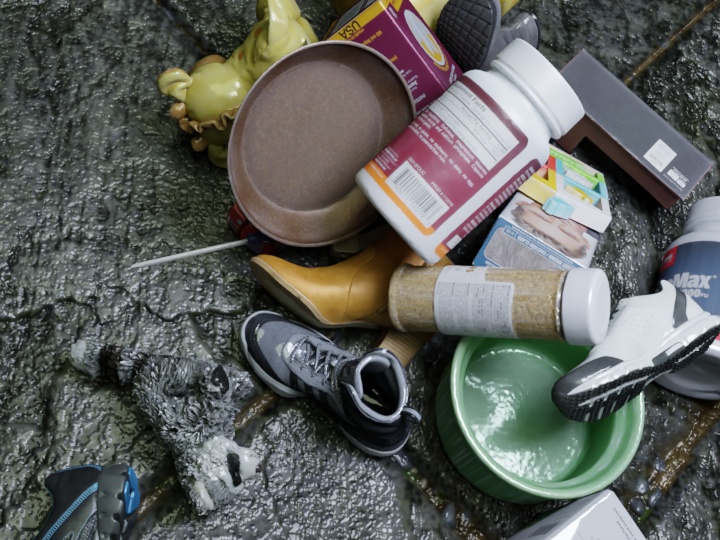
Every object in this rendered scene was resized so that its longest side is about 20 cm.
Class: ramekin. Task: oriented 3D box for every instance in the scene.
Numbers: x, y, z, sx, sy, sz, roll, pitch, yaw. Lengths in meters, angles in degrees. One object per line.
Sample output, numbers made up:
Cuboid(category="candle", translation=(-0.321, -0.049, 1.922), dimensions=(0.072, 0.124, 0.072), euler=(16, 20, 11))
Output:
Cuboid(category="ramekin", translation=(0.170, 0.135, 0.983), dimensions=(0.198, 0.098, 0.202), euler=(5, 66, -12))

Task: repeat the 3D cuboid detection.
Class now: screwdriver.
Cuboid(category="screwdriver", translation=(-0.126, -0.029, 0.964), dimensions=(0.198, 0.028, 0.029), euler=(-9, 104, -21))

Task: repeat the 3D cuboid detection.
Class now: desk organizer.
Cuboid(category="desk organizer", translation=(0.299, -0.153, 1.151), dimensions=(0.200, 0.077, 0.072), euler=(43, 64, 6))

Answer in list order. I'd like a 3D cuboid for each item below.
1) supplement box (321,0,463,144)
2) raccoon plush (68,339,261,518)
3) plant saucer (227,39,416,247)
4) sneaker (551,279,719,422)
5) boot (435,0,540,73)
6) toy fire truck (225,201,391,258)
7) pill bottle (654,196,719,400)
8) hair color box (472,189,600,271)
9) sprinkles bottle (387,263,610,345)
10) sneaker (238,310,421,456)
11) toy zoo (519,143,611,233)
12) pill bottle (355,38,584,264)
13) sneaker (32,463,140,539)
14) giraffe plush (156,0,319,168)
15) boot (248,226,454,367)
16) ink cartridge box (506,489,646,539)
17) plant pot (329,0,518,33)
Cuboid(category="supplement box", translation=(0.054, -0.187, 1.017), dimensions=(0.200, 0.085, 0.111), euler=(50, 24, -17))
Cuboid(category="raccoon plush", translation=(-0.184, 0.150, 0.915), dimensions=(0.198, 0.097, 0.135), euler=(7, 77, 21))
Cuboid(category="plant saucer", translation=(-0.039, -0.122, 0.940), dimensions=(0.199, 0.202, 0.037), euler=(-20, 32, -21))
Cuboid(category="sneaker", translation=(0.252, 0.076, 0.945), dimensions=(0.199, 0.074, 0.080), euler=(-24, 58, -27))
Cuboid(category="boot", translation=(0.148, -0.258, 1.094), dimensions=(0.131, 0.200, 0.070), euler=(-36, 72, -22))
Cuboid(category="toy fire truck", translation=(-0.027, -0.063, 1.045), dimensions=(0.200, 0.049, 0.141), euler=(-39, 84, -23))
Cuboid(category="pill bottle", translation=(0.382, 0.026, 1.072), dimensions=(0.119, 0.120, 0.201), euler=(23, 63, -4))
Cuboid(category="hair color box", translation=(0.189, -0.032, 1.016), dimensions=(0.100, 0.061, 0.200), euler=(31, 25, 7))
Cuboid(category="sprinkles bottle", translation=(0.125, 0.030, 0.910), dimensions=(0.198, 0.068, 0.069), euler=(2, 60, 28))
Cuboid(category="sneaker", translation=(-0.025, 0.093, 0.942), dimensions=(0.199, 0.114, 0.076), euler=(37, 63, 3))
Cuboid(category="toy zoo", translation=(0.208, -0.101, 1.069), dimensions=(0.130, 0.021, 0.200), euler=(29, 24, 0))
Cuboid(category="pill bottle", translation=(0.102, -0.112, 0.919), dimensions=(0.200, 0.114, 0.114), euler=(-42, 81, 5))
Cuboid(category="sneaker", translation=(-0.244, 0.266, 0.846), dimensions=(0.081, 0.073, 0.202), euler=(1, 60, 4))
Cuboid(category="giraffe plush", translation=(-0.115, -0.192, 1.029), dimensions=(0.161, 0.200, 0.173), euler=(-29, 101, 9))
Cuboid(category="boot", translation=(0.001, 0.000, 1.003), dimensions=(0.201, 0.071, 0.145), euler=(36, 75, -11))
Cuboid(category="ink cartridge box", translation=(0.145, 0.293, 0.882), dimensions=(0.199, 0.146, 0.085), euler=(-31, 79, -23))
Cuboid(category="plant pot", translation=(0.072, -0.338, 1.118), dimensions=(0.201, 0.201, 0.189), euler=(42, 79, 6))
